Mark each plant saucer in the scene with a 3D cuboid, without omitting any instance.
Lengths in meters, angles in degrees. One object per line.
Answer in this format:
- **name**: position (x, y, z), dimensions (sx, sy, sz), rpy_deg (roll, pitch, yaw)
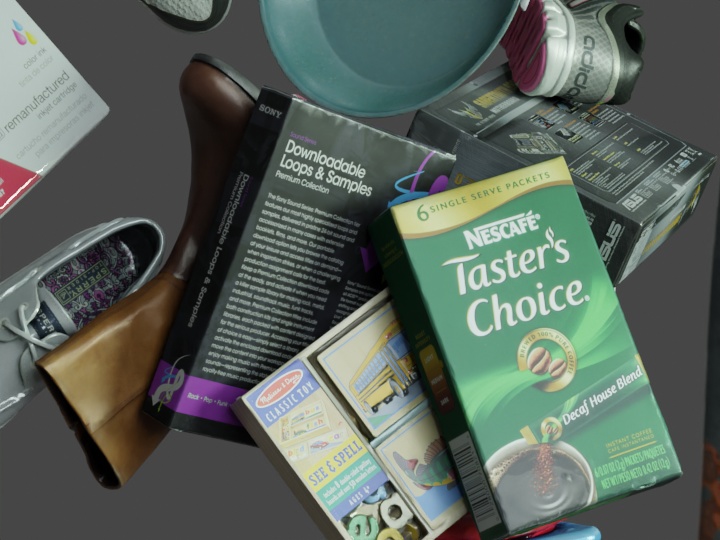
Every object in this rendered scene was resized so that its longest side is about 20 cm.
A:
- **plant saucer**: position (0.027, -0.189, 1.542), dimensions (0.036, 0.199, 0.202), rpy_deg (15, 62, -56)

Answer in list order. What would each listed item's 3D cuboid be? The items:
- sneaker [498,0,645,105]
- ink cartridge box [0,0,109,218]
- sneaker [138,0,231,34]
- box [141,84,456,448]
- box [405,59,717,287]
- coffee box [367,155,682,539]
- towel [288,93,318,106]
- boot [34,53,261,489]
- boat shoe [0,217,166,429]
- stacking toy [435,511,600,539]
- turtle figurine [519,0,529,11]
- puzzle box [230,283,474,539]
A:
- **sneaker**: position (0.144, -0.163, 1.670), dimensions (0.087, 0.074, 0.200), rpy_deg (18, 26, -11)
- **ink cartridge box**: position (-0.266, -0.113, 1.433), dimensions (0.200, 0.085, 0.148), rpy_deg (49, 55, -9)
- **sneaker**: position (-0.127, -0.228, 1.522), dimensions (0.075, 0.088, 0.201), rpy_deg (-21, 116, -4)
- **box**: position (-0.034, 0.006, 1.449), dimensions (0.142, 0.036, 0.201), rpy_deg (17, 97, -45)
- **box**: position (0.128, -0.066, 1.588), dimensions (0.158, 0.049, 0.200), rpy_deg (27, 22, 13)
- **coffee box**: position (0.094, 0.044, 1.435), dimensions (0.122, 0.044, 0.201), rpy_deg (-15, 80, -22)
- **towel**: position (0.000, 0.000, 1.561), dimensions (0.199, 0.030, 0.147), rpy_deg (33, 80, -17)
- **boot**: position (-0.116, -0.002, 1.440), dimensions (0.200, 0.068, 0.189), rpy_deg (-40, 133, -27)
- **boat shoe**: position (-0.186, 0.034, 1.437), dimensions (0.200, 0.068, 0.072), rpy_deg (-35, 92, -36)
- **stacking toy**: position (0.065, 0.084, 1.509), dimensions (0.115, 0.110, 0.202), rpy_deg (-10, 91, -17)
- **turtle figurine**: position (0.051, -0.278, 1.644), dimensions (0.144, 0.199, 0.196), rpy_deg (-7, 111, -73)
- **puzzle box**: position (0.039, 0.073, 1.446), dimensions (0.200, 0.025, 0.133), rpy_deg (-37, 88, -24)
